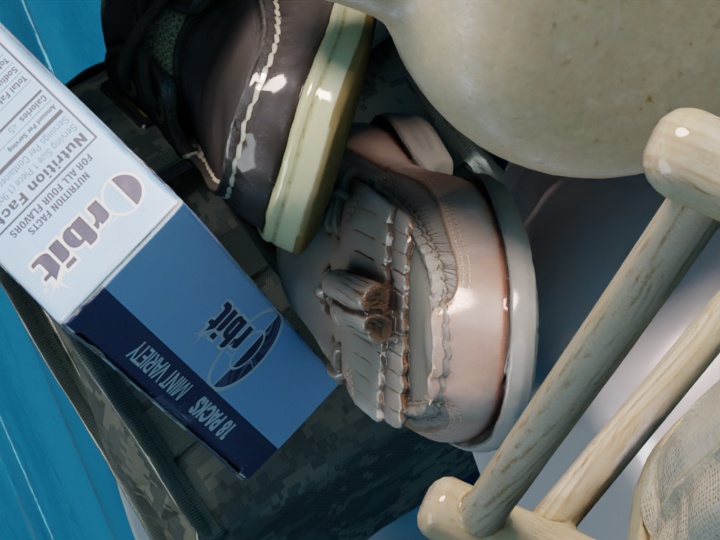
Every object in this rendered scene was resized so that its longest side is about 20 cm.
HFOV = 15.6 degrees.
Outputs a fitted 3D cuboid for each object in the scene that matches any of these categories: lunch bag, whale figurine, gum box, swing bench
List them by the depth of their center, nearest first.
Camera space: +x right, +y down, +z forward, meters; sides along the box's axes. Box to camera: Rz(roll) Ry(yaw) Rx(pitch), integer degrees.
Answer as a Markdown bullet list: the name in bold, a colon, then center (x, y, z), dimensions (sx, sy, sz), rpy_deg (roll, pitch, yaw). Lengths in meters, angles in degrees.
- **swing bench**: center (0.140, 0.039, 0.504), dimensions (0.200, 0.130, 0.199), rpy_deg (40, 157, 7)
- **whale figurine**: center (0.045, -0.117, 0.597), dimensions (0.200, 0.158, 0.104), rpy_deg (57, -176, -40)
- **gum box**: center (-0.104, -0.041, 0.715), dimensions (0.200, 0.045, 0.170), rpy_deg (44, 176, 21)
- **lunch bag**: center (-0.037, -0.007, 0.925), dimensions (0.200, 0.163, 0.118), rpy_deg (54, 165, 22)

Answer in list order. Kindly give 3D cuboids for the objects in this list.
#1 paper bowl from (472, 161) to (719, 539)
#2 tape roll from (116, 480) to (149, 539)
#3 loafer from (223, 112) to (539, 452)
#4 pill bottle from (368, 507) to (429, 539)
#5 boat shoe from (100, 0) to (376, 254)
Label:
- **paper bowl**: center (0.101, 0.047, 0.730), dimensions (0.201, 0.104, 0.201), rpy_deg (52, 159, 29)
- **tape roll**: center (-0.075, 0.045, 1.144), dimensions (0.203, 0.037, 0.204), rpy_deg (-11, -90, -83)
- **loafer**: center (0.000, 0.000, 0.714), dimensions (0.200, 0.062, 0.072), rpy_deg (-120, 35, -73)
- **pill bottle**: center (0.019, 0.158, 1.069), dimensions (0.201, 0.115, 0.116), rpy_deg (67, 161, -11)
- **boat shoe**: center (-0.037, -0.061, 0.695), dimensions (0.201, 0.066, 0.072), rpy_deg (-100, 29, -69)
